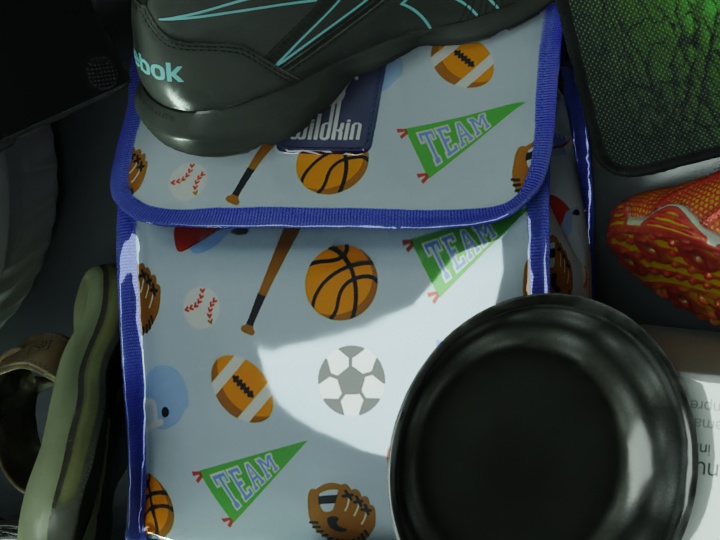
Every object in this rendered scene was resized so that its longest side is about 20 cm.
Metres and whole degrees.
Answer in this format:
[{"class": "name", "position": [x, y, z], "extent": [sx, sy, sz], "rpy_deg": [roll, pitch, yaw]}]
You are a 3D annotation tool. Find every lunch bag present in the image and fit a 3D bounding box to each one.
[{"class": "lunch bag", "position": [0.000, 0.000, 0.786], "extent": [0.169, 0.124, 0.201], "rpy_deg": [0, 89, 15]}]

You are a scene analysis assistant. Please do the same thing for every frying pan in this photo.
[{"class": "frying pan", "position": [0.089, 0.081, 0.713], "extent": [0.190, 0.031, 0.115], "rpy_deg": [28, 81, -22]}]

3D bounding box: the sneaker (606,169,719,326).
[{"class": "sneaker", "position": [0.171, -0.021, 0.735], "extent": [0.200, 0.077, 0.073], "rpy_deg": [-5, 138, 47]}]

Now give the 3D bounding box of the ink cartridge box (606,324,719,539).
[{"class": "ink cartridge box", "position": [0.154, 0.131, 0.769], "extent": [0.144, 0.084, 0.201], "rpy_deg": [6, 101, 18]}]

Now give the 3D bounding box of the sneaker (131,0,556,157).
[{"class": "sneaker", "position": [0.007, -0.114, 0.737], "extent": [0.075, 0.200, 0.079], "rpy_deg": [38, 151, 42]}]

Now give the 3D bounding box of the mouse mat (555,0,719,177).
[{"class": "mouse mat", "position": [0.138, -0.134, 0.716], "extent": [0.160, 0.008, 0.200], "rpy_deg": [-15, 117, 6]}]

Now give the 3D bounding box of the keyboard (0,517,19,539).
[{"class": "keyboard", "position": [-0.110, 0.122, 0.846], "extent": [0.199, 0.127, 0.021], "rpy_deg": [9, 71, 18]}]

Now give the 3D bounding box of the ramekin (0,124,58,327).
[{"class": "ramekin", "position": [-0.217, -0.038, 0.872], "extent": [0.202, 0.094, 0.203], "rpy_deg": [3, 100, 19]}]

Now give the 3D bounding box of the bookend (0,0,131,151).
[{"class": "bookend", "position": [-0.210, -0.038, 0.757], "extent": [0.092, 0.198, 0.200], "rpy_deg": [61, 155, 2]}]

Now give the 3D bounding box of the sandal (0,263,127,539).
[{"class": "sandal", "position": [-0.116, 0.053, 0.795], "extent": [0.057, 0.201, 0.080], "rpy_deg": [-1, 110, 2]}]
